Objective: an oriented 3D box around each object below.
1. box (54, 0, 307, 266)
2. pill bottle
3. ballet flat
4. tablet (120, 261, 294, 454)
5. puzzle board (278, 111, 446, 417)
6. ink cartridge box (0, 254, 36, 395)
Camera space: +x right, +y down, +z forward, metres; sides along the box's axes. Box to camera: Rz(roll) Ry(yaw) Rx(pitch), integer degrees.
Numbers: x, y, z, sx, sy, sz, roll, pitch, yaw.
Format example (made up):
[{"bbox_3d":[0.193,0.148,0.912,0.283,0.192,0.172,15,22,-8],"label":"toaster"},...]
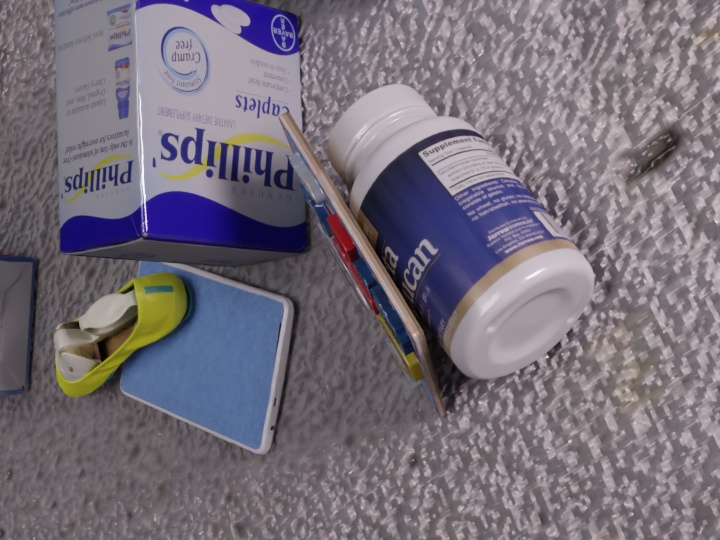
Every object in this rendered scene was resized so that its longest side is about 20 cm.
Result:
[{"bbox_3d":[-0.138,-0.111,1.074,0.104,0.183,0.203,-7,83,39],"label":"box"},{"bbox_3d":[0.060,-0.033,0.938,0.112,0.110,0.201,-53,56,25],"label":"pill bottle"},{"bbox_3d":[-0.229,0.055,1.205,0.199,0.067,0.068,-32,68,37],"label":"ballet flat"},{"bbox_3d":[-0.135,0.068,1.172,0.198,0.014,0.132,16,98,42],"label":"tablet"},{"bbox_3d":[0.000,0.000,0.979,0.017,0.151,0.201,-28,62,-5],"label":"puzzle board"},{"bbox_3d":[-0.418,0.048,1.386,0.198,0.076,0.139,4,89,40],"label":"ink cartridge box"}]
